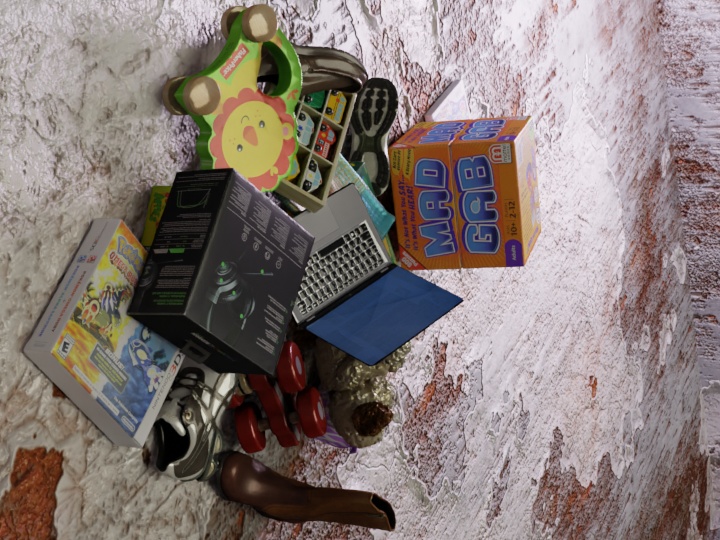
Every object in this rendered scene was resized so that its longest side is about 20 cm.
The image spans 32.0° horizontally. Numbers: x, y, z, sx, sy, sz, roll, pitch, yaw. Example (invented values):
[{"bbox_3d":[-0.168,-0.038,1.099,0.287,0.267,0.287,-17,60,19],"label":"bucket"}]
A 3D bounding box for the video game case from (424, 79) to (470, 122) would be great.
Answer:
[{"bbox_3d":[0.168,-0.217,2.219,0.143,0.018,0.201,-52,135,-46],"label":"video game case"}]

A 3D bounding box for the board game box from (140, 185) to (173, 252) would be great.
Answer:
[{"bbox_3d":[-0.191,-0.026,1.558,0.200,0.047,0.102,30,66,-58],"label":"board game box"}]

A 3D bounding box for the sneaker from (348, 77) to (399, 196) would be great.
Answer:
[{"bbox_3d":[0.013,-0.197,1.919,0.089,0.076,0.201,104,-5,-76],"label":"sneaker"}]

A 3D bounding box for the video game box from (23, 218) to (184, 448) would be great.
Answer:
[{"bbox_3d":[-0.274,0.073,1.422,0.200,0.047,0.183,58,41,-45],"label":"video game box"}]

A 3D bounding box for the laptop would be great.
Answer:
[{"bbox_3d":[0.000,0.000,1.634,0.187,0.116,0.201,-33,101,-37],"label":"laptop"}]

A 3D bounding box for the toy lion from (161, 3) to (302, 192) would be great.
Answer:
[{"bbox_3d":[-0.138,-0.199,1.556,0.192,0.069,0.200,50,64,-34],"label":"toy lion"}]

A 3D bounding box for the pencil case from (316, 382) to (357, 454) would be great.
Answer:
[{"bbox_3d":[-0.014,0.162,1.849,0.085,0.084,0.201,32,63,-21],"label":"pencil case"}]

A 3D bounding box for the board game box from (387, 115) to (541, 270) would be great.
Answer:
[{"bbox_3d":[0.173,-0.126,2.011,0.200,0.199,0.201,-49,134,-66],"label":"board game box"}]

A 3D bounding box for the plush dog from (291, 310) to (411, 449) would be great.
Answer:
[{"bbox_3d":[-0.006,0.157,1.713,0.200,0.160,0.173,95,-13,-79],"label":"plush dog"}]

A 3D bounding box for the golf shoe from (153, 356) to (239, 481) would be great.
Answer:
[{"bbox_3d":[-0.203,0.156,1.521,0.094,0.077,0.201,13,79,-60],"label":"golf shoe"}]

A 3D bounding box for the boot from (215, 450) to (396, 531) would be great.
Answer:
[{"bbox_3d":[-0.072,0.297,1.639,0.188,0.199,0.069,56,45,-47],"label":"boot"}]

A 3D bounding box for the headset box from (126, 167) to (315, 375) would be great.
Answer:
[{"bbox_3d":[-0.159,0.011,1.461,0.174,0.092,0.201,39,58,-47],"label":"headset box"}]

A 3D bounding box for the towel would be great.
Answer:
[{"bbox_3d":[-0.037,-0.094,1.723,0.200,0.022,0.147,50,44,-21],"label":"towel"}]

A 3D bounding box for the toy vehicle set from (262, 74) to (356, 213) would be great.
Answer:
[{"bbox_3d":[-0.083,-0.189,1.679,0.124,0.026,0.201,29,55,-21],"label":"toy vehicle set"}]

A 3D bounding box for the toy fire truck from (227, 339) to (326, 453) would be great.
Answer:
[{"bbox_3d":[-0.119,0.133,1.663,0.168,0.112,0.201,-92,164,-55],"label":"toy fire truck"}]

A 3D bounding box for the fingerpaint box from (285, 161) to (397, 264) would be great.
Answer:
[{"bbox_3d":[-0.028,-0.031,1.823,0.167,0.073,0.201,-55,137,-43],"label":"fingerpaint box"}]

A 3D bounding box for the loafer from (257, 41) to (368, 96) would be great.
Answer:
[{"bbox_3d":[-0.082,-0.257,1.657,0.199,0.073,0.071,7,76,-28],"label":"loafer"}]
